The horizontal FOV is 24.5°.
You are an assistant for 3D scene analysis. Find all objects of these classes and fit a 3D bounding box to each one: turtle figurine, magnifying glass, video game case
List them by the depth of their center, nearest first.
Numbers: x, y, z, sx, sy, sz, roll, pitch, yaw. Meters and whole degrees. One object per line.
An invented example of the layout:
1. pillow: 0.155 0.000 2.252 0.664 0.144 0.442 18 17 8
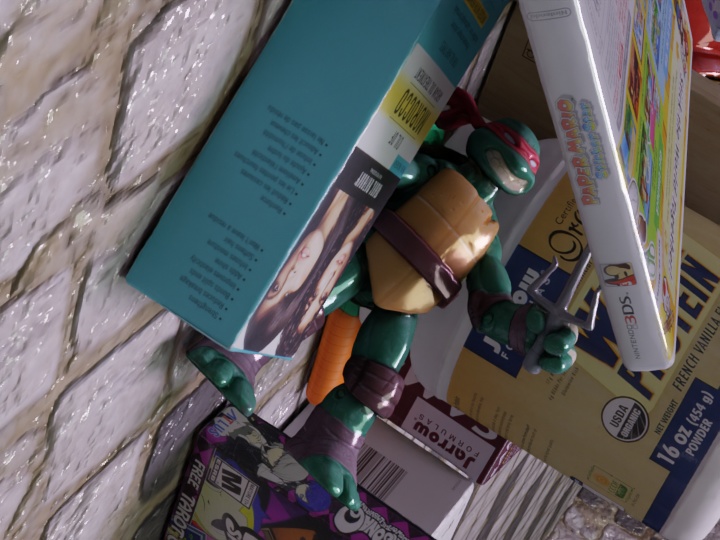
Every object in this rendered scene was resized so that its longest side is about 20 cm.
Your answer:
1. video game case: 0.099 -0.096 0.630 0.201 0.023 0.183 -77 153 -43
2. turtle figurine: 0.026 -0.006 0.697 0.200 0.150 0.101 -48 -177 -4
3. video game case: -0.023 0.187 0.812 0.036 0.181 0.201 -41 159 -48
4. magnifying glass: 0.000 0.000 0.828 0.080 0.022 0.201 -47 160 -40

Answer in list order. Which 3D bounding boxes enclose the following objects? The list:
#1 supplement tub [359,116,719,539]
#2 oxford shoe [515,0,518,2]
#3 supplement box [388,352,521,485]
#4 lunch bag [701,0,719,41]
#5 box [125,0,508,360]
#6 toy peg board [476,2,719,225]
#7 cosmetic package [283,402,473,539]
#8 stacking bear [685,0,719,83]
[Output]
1. supplement tub: 0.113 0.025 0.814 0.145 0.199 0.145 -55 167 -19
2. oxford shoe: 0.115 -0.152 0.805 0.074 0.071 0.200 -58 156 15
3. supplement box: 0.072 0.049 0.994 0.061 0.108 0.200 -62 167 20
4. lunch bag: 0.254 -0.248 0.938 0.170 0.126 0.201 98 17 -54
5. box: -0.003 -0.065 0.606 0.201 0.049 0.082 -59 166 3
6. toy peg board: 0.159 -0.041 0.909 0.098 0.199 0.200 -44 161 -47
7. cosmetic package: -0.018 0.175 0.964 0.085 0.107 0.201 -45 160 -41
8. stacking bear: 0.196 -0.099 1.038 0.121 0.113 0.202 -62 156 -86
